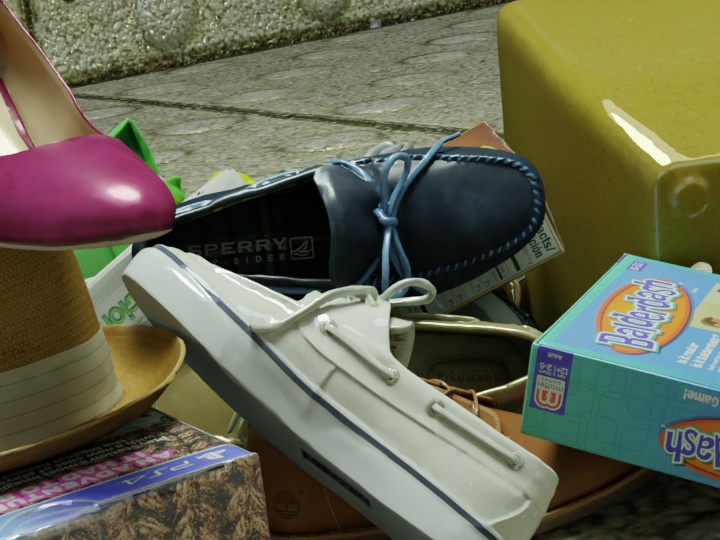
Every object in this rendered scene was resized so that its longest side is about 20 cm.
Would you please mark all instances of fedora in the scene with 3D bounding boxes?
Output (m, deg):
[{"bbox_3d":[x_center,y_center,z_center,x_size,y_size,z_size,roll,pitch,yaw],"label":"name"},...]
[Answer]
[{"bbox_3d":[-0.168,0.022,0.642,0.198,0.083,0.201,-7,14,2],"label":"fedora"}]

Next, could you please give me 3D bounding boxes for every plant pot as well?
[{"bbox_3d":[0.189,-0.039,0.912,0.193,0.197,0.200,-7,22,-3],"label":"plant pot"}]

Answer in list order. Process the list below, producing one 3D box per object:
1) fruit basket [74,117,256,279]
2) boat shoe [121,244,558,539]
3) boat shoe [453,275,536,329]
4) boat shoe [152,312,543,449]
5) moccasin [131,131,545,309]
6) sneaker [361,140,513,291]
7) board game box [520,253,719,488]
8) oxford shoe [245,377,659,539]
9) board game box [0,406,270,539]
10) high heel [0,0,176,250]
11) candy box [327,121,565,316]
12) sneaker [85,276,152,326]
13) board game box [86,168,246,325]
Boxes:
[{"bbox_3d":[-0.129,-0.030,1.179,0.214,0.157,0.216,-25,12,6],"label":"fruit basket"},{"bbox_3d":[-0.002,0.038,0.691,0.201,0.075,0.086,37,73,16],"label":"boat shoe"},{"bbox_3d":[0.068,0.024,0.955,0.090,0.072,0.200,-13,14,-23],"label":"boat shoe"},{"bbox_3d":[-0.009,0.051,0.788,0.198,0.074,0.063,0,-18,-8],"label":"boat shoe"},{"bbox_3d":[-0.009,-0.012,0.786,0.198,0.081,0.068,-15,-5,3],"label":"moccasin"},{"bbox_3d":[0.057,-0.030,1.095,0.197,0.115,0.075,-10,14,-10],"label":"sneaker"},{"bbox_3d":[0.186,0.052,0.729,0.198,0.046,0.152,14,21,21],"label":"board game box"},{"bbox_3d":[0.045,0.079,0.744,0.197,0.072,0.071,-9,11,-12],"label":"oxford shoe"},{"bbox_3d":[-0.146,0.116,0.635,0.158,0.098,0.199,-16,15,-30],"label":"board game box"},{"bbox_3d":[-0.127,-0.065,0.603,0.067,0.097,0.199,-10,17,-39],"label":"high heel"},{"bbox_3d":[0.000,0.000,0.882,0.198,0.057,0.117,-27,16,2],"label":"candy box"},{"bbox_3d":[-0.148,0.030,1.053,0.197,0.073,0.073,-5,18,-5],"label":"sneaker"},{"bbox_3d":[-0.148,0.028,0.928,0.199,0.035,0.126,-39,4,18],"label":"board game box"}]
